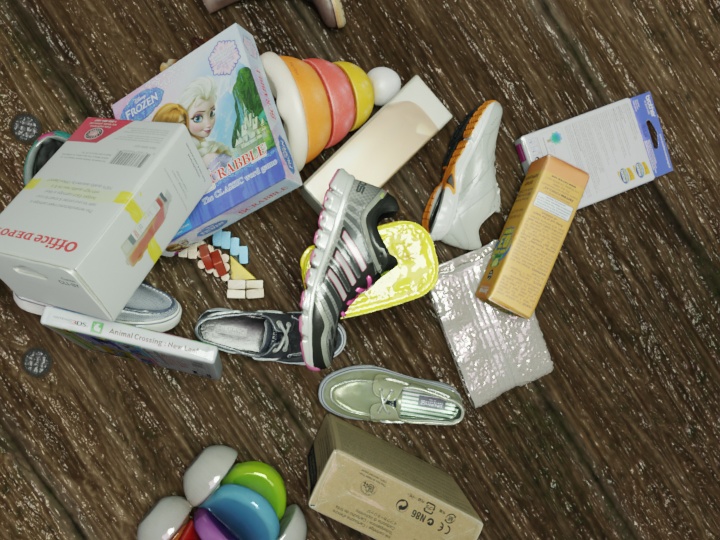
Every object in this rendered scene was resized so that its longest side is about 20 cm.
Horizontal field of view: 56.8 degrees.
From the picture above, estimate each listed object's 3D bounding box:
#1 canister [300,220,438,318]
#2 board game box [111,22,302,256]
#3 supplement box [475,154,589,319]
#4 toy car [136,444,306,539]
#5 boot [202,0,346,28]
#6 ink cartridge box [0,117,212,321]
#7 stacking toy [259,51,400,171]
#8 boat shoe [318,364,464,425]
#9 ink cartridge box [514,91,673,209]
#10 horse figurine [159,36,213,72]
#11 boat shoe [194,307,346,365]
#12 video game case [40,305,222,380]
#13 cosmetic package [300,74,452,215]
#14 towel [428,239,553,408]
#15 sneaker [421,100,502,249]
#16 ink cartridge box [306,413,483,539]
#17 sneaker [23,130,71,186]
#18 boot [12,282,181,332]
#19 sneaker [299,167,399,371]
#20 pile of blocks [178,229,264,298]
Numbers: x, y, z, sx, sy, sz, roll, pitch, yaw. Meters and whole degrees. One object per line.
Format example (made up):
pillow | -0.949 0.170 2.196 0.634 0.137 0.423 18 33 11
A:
canister | 0.000 0.000 0.803 0.146 0.200 0.088 -15 91 -7
board game box | -0.186 -0.150 0.783 0.197 0.041 0.203 -25 75 19
supplement box | 0.221 -0.042 0.865 0.068 0.067 0.203 22 87 -6
toy car | -0.169 0.328 0.804 0.175 0.150 0.200 43 85 -4
boot | -0.125 -0.376 0.870 0.164 0.072 0.202 -29 94 6
ink cartridge box | -0.270 -0.060 0.691 0.143 0.084 0.202 10 53 23
stacking toy | -0.030 -0.217 0.854 0.197 0.146 0.149 -19 92 -23
boat shoe | 0.043 0.166 0.876 0.196 0.062 0.074 5 89 -6
ink cartridge box | 0.325 -0.159 0.926 0.197 0.042 0.121 -21 93 -4
horse figurine | -0.183 -0.208 0.841 0.130 0.050 0.204 -7 87 19
boat shoe | -0.113 0.082 0.855 0.196 0.068 0.073 10 88 -7
video game case | -0.251 0.089 0.773 0.179 0.200 0.022 14 74 -7
cosmetic package | 0.017 -0.146 0.856 0.200 0.105 0.071 -45 95 -4
towel | 0.176 0.070 0.909 0.130 0.034 0.203 -22 92 -6
sneaker | 0.156 -0.124 0.896 0.091 0.076 0.203 21 94 -14
ink cartridge box | 0.033 0.270 0.823 0.197 0.165 0.076 27 88 -5
sneaker | -0.334 -0.082 0.802 0.083 0.121 0.202 -30 94 -6
boot | -0.310 0.015 0.796 0.196 0.073 0.091 10 125 -16
sneaker | -0.008 0.003 0.663 0.086 0.074 0.204 12 83 0
pile of blocks | -0.195 -0.036 0.849 0.199 0.062 0.083 38 85 -6
